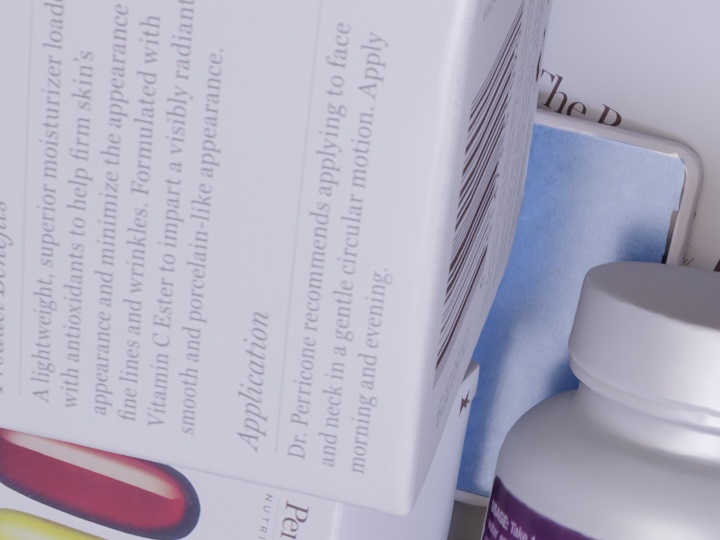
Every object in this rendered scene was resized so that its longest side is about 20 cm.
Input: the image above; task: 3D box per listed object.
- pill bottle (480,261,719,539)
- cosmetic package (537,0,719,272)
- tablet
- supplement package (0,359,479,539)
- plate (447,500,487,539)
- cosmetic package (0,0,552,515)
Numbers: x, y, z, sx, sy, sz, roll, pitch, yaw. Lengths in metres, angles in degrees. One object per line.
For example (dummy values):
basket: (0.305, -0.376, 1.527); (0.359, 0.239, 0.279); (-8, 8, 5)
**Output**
pill bottle: (0.087, 0.104, 0.788); (0.112, 0.112, 0.200); (13, 104, 8)
cosmetic package: (0.148, -0.051, 0.835); (0.200, 0.052, 0.151); (30, 111, 10)
tablet: (0.000, 0.000, 0.849); (0.200, 0.014, 0.130); (15, 100, 9)
supplement package: (-0.080, 0.065, 0.804); (0.200, 0.110, 0.114); (17, 115, 19)
plate: (0.102, 0.164, 0.869); (0.199, 0.032, 0.201); (4, 98, 28)
cosmetic package: (-0.056, -0.059, 0.736); (0.200, 0.165, 0.165); (13, 122, 8)
